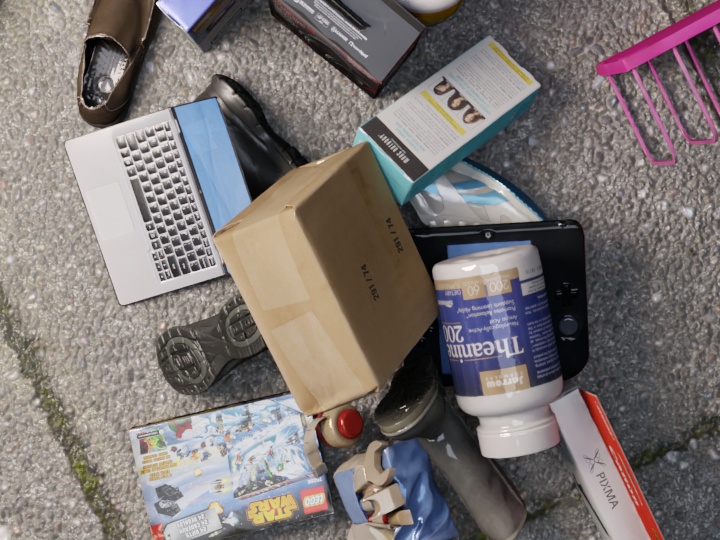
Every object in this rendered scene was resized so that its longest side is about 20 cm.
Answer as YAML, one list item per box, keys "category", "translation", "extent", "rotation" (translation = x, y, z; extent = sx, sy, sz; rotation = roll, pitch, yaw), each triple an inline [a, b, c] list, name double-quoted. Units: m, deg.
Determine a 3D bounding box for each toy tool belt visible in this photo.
- category: "toy tool belt"
  translation: [0.038, 0.225, 1.608]
  extent: [0.125, 0.123, 0.201]
  rotation: [-29, 96, -39]

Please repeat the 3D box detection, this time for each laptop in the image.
- category: "laptop"
  translation: [-0.200, -0.066, 1.580]
  extent: [0.199, 0.116, 0.188]
  rotation: [-16, 99, 9]

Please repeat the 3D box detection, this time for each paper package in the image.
- category: "paper package"
  translation: [-0.026, 0.004, 1.507]
  extent: [0.103, 0.191, 0.201]
  rotation: [-18, 106, 32]

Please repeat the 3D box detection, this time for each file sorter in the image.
- category: "file sorter"
  translation: [0.372, -0.208, 1.600]
  extent: [0.199, 0.139, 0.126]
  rotation: [-28, 95, 0]

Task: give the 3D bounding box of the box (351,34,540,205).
- category: "box"
  translation: [0.090, -0.157, 1.587]
  extent: [0.200, 0.049, 0.082]
  rotation: [-37, 76, -27]

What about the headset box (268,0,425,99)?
- category: "headset box"
  translation: [-0.016, -0.256, 1.558]
  extent: [0.149, 0.200, 0.077]
  rotation: [39, 91, -3]

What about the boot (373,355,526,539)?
- category: "boot"
  translation: [0.097, 0.199, 1.581]
  extent: [0.072, 0.182, 0.201]
  rotation: [-23, 100, 20]

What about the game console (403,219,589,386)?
- category: "game console"
  translation: [0.140, 0.036, 1.621]
  extent: [0.198, 0.031, 0.178]
  rotation: [-3, 113, 6]

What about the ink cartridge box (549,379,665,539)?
- category: "ink cartridge box"
  translation: [0.252, 0.217, 1.593]
  extent: [0.043, 0.174, 0.201]
  rotation: [-26, 92, -1]

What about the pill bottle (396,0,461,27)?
- category: "pill bottle"
  translation: [0.064, -0.313, 1.557]
  extent: [0.110, 0.200, 0.112]
  rotation: [0, 92, -1]

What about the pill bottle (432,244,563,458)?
- category: "pill bottle"
  translation: [0.143, 0.082, 1.546]
  extent: [0.110, 0.111, 0.201]
  rotation: [-11, 94, -1]

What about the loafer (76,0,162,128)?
- category: "loafer"
  translation: [-0.254, -0.249, 1.618]
  extent: [0.072, 0.071, 0.202]
  rotation: [10, 92, -1]

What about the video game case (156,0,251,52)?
- category: "video game case"
  translation: [-0.118, -0.319, 1.563]
  extent: [0.045, 0.181, 0.200]
  rotation: [42, 91, -2]

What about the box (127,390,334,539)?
- category: "box"
  translation: [-0.138, 0.215, 1.653]
  extent: [0.199, 0.040, 0.138]
  rotation: [-12, 91, -1]

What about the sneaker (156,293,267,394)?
- category: "sneaker"
  translation: [-0.132, 0.072, 1.601]
  extent: [0.199, 0.091, 0.076]
  rotation: [-24, 87, 39]

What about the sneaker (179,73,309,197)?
- category: "sneaker"
  translation: [-0.112, -0.111, 1.634]
  extent: [0.091, 0.076, 0.200]
  rotation: [-41, 85, 10]

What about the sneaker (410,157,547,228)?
- category: "sneaker"
  translation: [0.108, -0.076, 1.636]
  extent: [0.199, 0.077, 0.081]
  rotation: [28, 100, 4]
